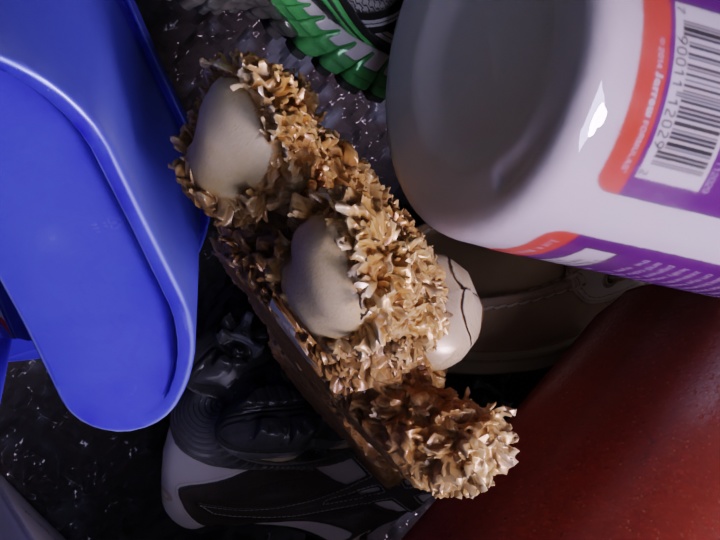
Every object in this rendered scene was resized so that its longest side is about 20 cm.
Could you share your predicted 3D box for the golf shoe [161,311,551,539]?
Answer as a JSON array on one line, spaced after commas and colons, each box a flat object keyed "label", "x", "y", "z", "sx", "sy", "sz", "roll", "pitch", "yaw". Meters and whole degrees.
[{"label": "golf shoe", "x": 0.014, "y": 0.055, "z": 1.012, "sx": 0.200, "sy": 0.078, "sz": 0.095, "roll": 0, "pitch": 139, "yaw": -29}]

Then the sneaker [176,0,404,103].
[{"label": "sneaker", "x": -0.005, "y": -0.111, "z": 0.840, "sx": 0.085, "sy": 0.078, "sz": 0.200, "roll": -41, "pitch": 155, "yaw": 17}]

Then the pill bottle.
[{"label": "pill bottle", "x": 0.117, "y": -0.047, "z": 0.848, "sx": 0.200, "sy": 0.111, "sz": 0.112, "roll": 12, "pitch": 114, "yaw": -33}]

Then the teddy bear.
[{"label": "teddy bear", "x": 0.000, "y": 0.000, "z": 0.843, "sx": 0.067, "sy": 0.145, "sz": 0.200, "roll": -38, "pitch": 143, "yaw": -6}]

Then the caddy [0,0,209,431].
[{"label": "caddy", "x": -0.126, "y": -0.031, "z": 0.841, "sx": 0.141, "sy": 0.105, "sz": 0.200, "roll": -15, "pitch": 131, "yaw": 9}]

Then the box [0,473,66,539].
[{"label": "box", "x": -0.099, "y": 0.203, "z": 0.950, "sx": 0.131, "sy": 0.200, "sz": 0.199, "roll": -40, "pitch": 132, "yaw": -2}]

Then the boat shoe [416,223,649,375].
[{"label": "boat shoe", "x": 0.083, "y": -0.018, "z": 0.991, "sx": 0.200, "sy": 0.071, "sz": 0.065, "roll": -17, "pitch": 137, "yaw": -32}]

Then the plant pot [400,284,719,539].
[{"label": "plant pot", "x": 0.093, "y": 0.123, "z": 0.903, "sx": 0.195, "sy": 0.200, "sz": 0.201, "roll": -52, "pitch": 137, "yaw": -26}]
